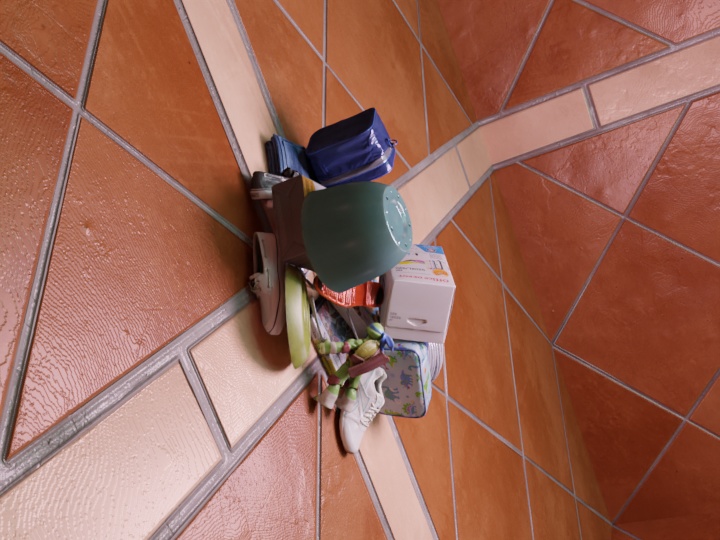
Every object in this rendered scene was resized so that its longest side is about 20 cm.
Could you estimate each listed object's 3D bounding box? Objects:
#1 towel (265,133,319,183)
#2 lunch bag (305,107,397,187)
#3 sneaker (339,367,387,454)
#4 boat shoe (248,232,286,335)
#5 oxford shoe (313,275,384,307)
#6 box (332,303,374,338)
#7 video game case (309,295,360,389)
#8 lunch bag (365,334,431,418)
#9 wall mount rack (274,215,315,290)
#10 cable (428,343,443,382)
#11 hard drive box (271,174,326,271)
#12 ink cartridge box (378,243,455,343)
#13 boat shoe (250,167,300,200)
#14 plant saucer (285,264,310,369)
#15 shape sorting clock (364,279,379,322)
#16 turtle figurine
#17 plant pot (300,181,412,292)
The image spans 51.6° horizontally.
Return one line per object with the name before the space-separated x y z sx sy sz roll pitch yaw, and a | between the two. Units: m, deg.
towel | -0.138 -0.229 1.678 0.199 0.048 0.114 12 65 -63
lunch bag | -0.010 -0.262 1.675 0.134 0.196 0.137 61 23 -29
sneaker | 0.006 0.295 1.608 0.071 0.078 0.204 52 44 -56
boat shoe | -0.184 0.023 1.429 0.066 0.073 0.204 11 62 -31
oxford shoe | -0.037 0.044 1.569 0.198 0.072 0.073 19 76 -46
box | -0.012 0.102 1.697 0.201 0.041 0.039 53 31 -37
video game case | -0.050 0.136 1.672 0.184 0.025 0.200 66 26 -16
lunch bag | 0.079 0.235 1.700 0.083 0.157 0.204 -59 146 -54
wall mount rack | -0.120 -0.047 1.579 0.203 0.073 0.174 63 30 -20
cable | 0.120 0.182 1.804 0.068 0.199 0.204 -8 116 -31
hard drive box | -0.087 -0.084 1.504 0.199 0.075 0.159 19 58 -61
ink cartridge box | 0.120 0.047 1.679 0.201 0.144 0.148 -97 -166 -63
boat shoe | -0.153 -0.183 1.561 0.198 0.069 0.068 -7 96 -46
plant saucer | -0.119 0.088 1.449 0.200 0.030 0.205 -4 90 -90
shape sorting clock | 0.017 0.052 1.834 0.200 0.039 0.203 50 30 -44
turtle figurine | -0.038 0.180 1.554 0.197 0.197 0.144 -65 171 2
plant pot | 0.004 -0.077 1.413 0.200 0.158 0.205 41 41 -48
